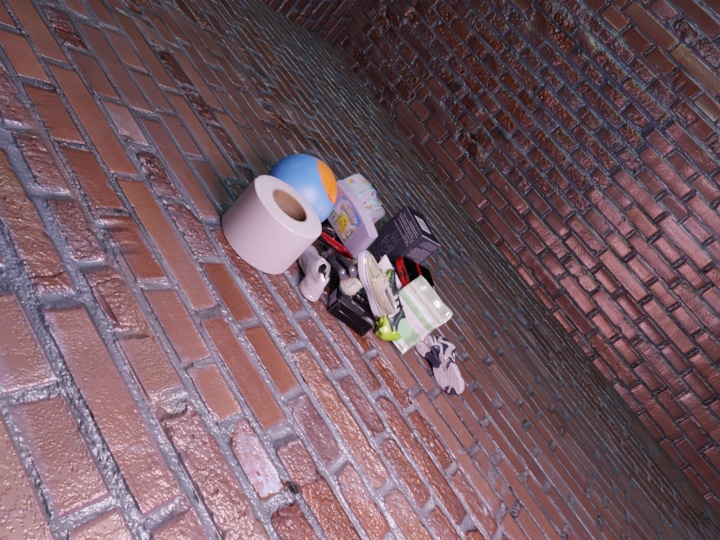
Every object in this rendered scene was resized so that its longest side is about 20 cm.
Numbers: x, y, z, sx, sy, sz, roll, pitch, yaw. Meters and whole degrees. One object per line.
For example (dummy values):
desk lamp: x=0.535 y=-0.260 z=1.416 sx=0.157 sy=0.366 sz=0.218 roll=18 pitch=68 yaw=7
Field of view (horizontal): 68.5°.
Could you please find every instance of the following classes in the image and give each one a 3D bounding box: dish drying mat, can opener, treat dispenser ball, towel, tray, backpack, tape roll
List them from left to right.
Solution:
tape roll: x=-0.212 y=-0.111 z=1.281 sx=0.202 sy=0.139 sz=0.203 roll=38 pitch=25 yaw=-22
treat dispenser ball: x=-0.164 y=-0.216 z=1.449 sx=0.201 sy=0.201 sz=0.201 roll=37 pitch=25 yaw=-21
dish drying mat: x=-0.062 y=-0.063 z=1.424 sx=0.077 sy=0.018 sz=0.200 roll=36 pitch=0 yaw=7
can opener: x=-0.060 y=-0.013 z=1.383 sx=0.200 sy=0.052 sz=0.067 roll=-143 pitch=-140 yaw=-65
backpack: x=-0.021 y=-0.202 z=1.656 sx=0.154 sy=0.176 sz=0.200 roll=54 pitch=2 yaw=22
tray: x=0.085 y=0.065 z=1.547 sx=0.107 sy=0.022 sz=0.201 roll=-54 pitch=125 yaw=-41
towel: x=0.148 y=0.124 z=1.504 sx=0.200 sy=0.023 sz=0.153 roll=-35 pitch=80 yaw=-21

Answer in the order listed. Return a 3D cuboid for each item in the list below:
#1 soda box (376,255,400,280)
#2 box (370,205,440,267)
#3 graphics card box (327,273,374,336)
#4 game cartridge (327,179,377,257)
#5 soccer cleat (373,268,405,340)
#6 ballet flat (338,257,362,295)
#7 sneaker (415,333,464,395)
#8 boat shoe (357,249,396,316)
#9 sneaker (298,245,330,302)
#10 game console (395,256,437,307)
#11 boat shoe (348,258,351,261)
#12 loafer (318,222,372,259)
soda box: x=0.117 y=0.043 z=1.688 sx=0.200 sy=0.064 sz=0.069 roll=38 pitch=25 yaw=-23
box: x=0.138 y=-0.085 z=1.753 sx=0.107 sy=0.200 sz=0.149 roll=23 pitch=34 yaw=-44
graphics card box: x=-0.021 y=0.072 z=1.427 sx=0.125 sy=0.051 sz=0.200 roll=38 pitch=24 yaw=-20
game cartridge: x=-0.034 y=-0.151 z=1.512 sx=0.040 sy=0.133 sz=0.200 roll=-21 pitch=73 yaw=-43
soccer cleat: x=0.085 y=0.095 z=1.459 sx=0.081 sy=0.067 sz=0.201 roll=12 pitch=73 yaw=-21
ballet flat: x=-0.003 y=0.005 z=1.419 sx=0.069 sy=0.069 sz=0.200 roll=43 pitch=24 yaw=-10
sneaker: x=0.259 y=0.267 z=1.556 sx=0.129 sy=0.080 sz=0.199 roll=-2 pitch=42 yaw=-49
boat shoe: x=0.044 y=0.031 z=1.355 sx=0.072 sy=0.062 sz=0.201 roll=-70 pitch=147 yaw=-51
sneaker: x=-0.112 y=-0.007 z=1.365 sx=0.070 sy=0.080 sz=0.201 roll=30 pitch=27 yaw=-29
game console: x=0.185 y=0.058 z=1.636 sx=0.177 sy=0.031 sz=0.201 roll=26 pitch=41 yaw=-47
boat shoe: x=0.000 y=0.000 z=1.557 sx=0.200 sy=0.065 sz=0.071 roll=36 pitch=26 yaw=-24
loafer: x=-0.043 y=-0.091 z=1.615 sx=0.200 sy=0.073 sz=0.072 roll=35 pitch=28 yaw=-26
